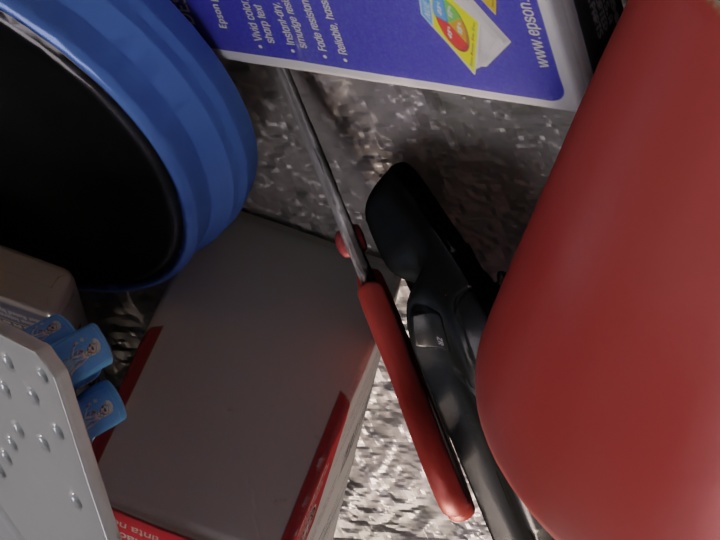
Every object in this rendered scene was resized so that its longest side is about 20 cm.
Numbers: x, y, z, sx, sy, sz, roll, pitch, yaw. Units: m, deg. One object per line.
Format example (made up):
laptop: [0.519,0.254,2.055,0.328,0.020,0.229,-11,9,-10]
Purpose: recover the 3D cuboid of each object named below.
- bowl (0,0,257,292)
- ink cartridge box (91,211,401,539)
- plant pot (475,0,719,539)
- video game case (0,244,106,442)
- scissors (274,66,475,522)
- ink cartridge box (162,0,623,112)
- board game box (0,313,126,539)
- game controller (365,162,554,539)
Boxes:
bowl: [-0.133,-0.063,0.831,0.200,0.039,0.201,22,152,13]
ink cartridge box: [-0.056,0.097,0.928,0.083,0.147,0.200,19,141,4]
plant pot: [0.142,-0.017,0.676,0.200,0.201,0.178,15,133,9]
video game case: [-0.196,0.017,0.959,0.200,0.023,0.182,19,156,11]
scissors: [0.000,0.000,0.847,0.014,0.073,0.200,-23,93,5]
ink cartridge box: [-0.032,-0.142,0.709,0.200,0.047,0.198,13,144,31]
board game box: [-0.125,0.082,0.831,0.200,0.026,0.200,21,134,48]
game controller: [0.051,0.051,0.869,0.042,0.104,0.200,-21,133,2]
